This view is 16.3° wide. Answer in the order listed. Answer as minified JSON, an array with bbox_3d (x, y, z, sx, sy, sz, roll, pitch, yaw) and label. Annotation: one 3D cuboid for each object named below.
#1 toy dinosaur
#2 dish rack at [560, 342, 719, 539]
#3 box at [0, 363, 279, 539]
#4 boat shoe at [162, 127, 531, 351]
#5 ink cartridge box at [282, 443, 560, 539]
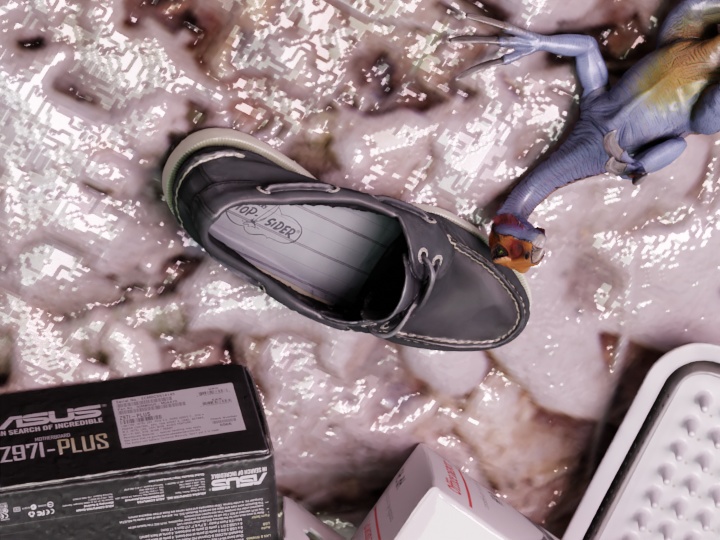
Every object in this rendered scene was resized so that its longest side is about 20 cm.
[{"bbox_3d":[0.142,-0.064,1.177,0.200,0.105,0.182,11,135,-32],"label":"toy dinosaur"},{"bbox_3d":[0.194,0.139,1.296,0.171,0.044,0.200,24,111,-3],"label":"dish rack"},{"bbox_3d":[-0.139,0.146,1.215,0.200,0.086,0.164,-8,119,-8],"label":"box"},{"bbox_3d":[0.001,-0.002,1.183,0.199,0.066,0.075,30,107,-25],"label":"boat shoe"},{"bbox_3d":[0.061,0.152,1.226,0.200,0.116,0.068,35,94,-6],"label":"ink cartridge box"}]
